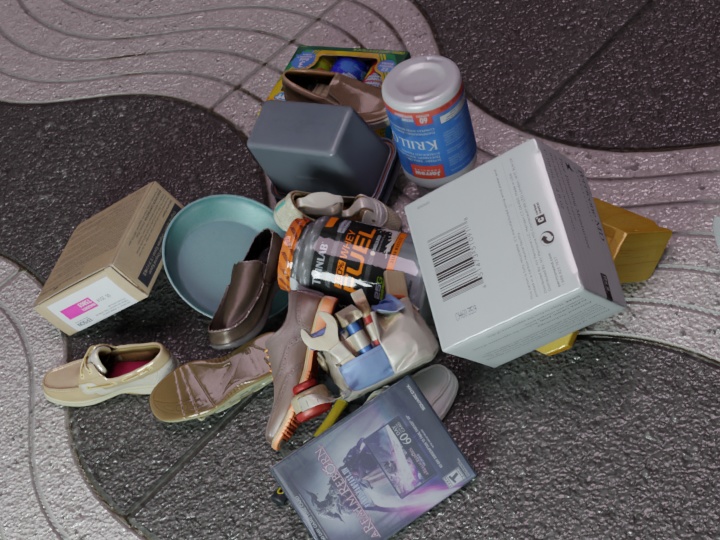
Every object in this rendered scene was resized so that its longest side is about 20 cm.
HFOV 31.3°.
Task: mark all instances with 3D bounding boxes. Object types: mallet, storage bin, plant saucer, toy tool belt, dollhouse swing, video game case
[{"bbox_3d":[-0.040,0.204,1.575,0.065,0.041,0.201,12,58,26],"label":"mallet"},{"bbox_3d":[-0.064,-0.162,1.834,0.198,0.134,0.147,9,67,33],"label":"storage bin"},{"bbox_3d":[-0.177,-0.010,1.771,0.197,0.036,0.202,8,60,-14],"label":"plant saucer"},{"bbox_3d":[-0.011,0.086,1.540,0.198,0.125,0.124,-24,80,-17],"label":"toy tool belt"},{"bbox_3d":[0.260,-0.001,1.664,0.199,0.178,0.181,25,18,36],"label":"dollhouse swing"},{"bbox_3d":[0.015,0.233,1.487,0.199,0.019,0.144,-32,77,-14],"label":"video game case"}]

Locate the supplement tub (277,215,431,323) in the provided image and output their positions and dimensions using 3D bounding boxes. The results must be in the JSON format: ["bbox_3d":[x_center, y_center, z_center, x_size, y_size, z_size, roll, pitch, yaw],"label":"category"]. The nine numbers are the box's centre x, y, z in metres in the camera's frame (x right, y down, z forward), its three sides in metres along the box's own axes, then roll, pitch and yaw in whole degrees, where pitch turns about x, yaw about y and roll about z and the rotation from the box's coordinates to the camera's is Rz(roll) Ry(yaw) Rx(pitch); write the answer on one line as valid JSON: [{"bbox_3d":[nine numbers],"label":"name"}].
[{"bbox_3d":[0.000,0.000,1.664,0.197,0.123,0.123,12,51,12],"label":"supplement tub"}]

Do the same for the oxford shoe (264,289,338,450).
[{"bbox_3d":[-0.089,0.122,1.606,0.072,0.071,0.202,17,77,8],"label":"oxford shoe"}]

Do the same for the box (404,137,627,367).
[{"bbox_3d":[0.184,-0.017,1.548,0.199,0.130,0.201,-27,65,28],"label":"box"}]

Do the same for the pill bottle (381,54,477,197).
[{"bbox_3d":[0.102,-0.186,1.776,0.111,0.201,0.113,-10,44,10],"label":"pill bottle"}]

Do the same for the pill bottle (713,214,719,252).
[{"bbox_3d":[0.539,-0.065,1.572,0.198,0.113,0.113,-20,44,0],"label":"pill bottle"}]

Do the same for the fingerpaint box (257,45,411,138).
[{"bbox_3d":[-0.034,-0.266,1.990,0.198,0.074,0.168,8,52,26],"label":"fingerpaint box"}]

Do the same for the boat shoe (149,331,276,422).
[{"bbox_3d":[-0.175,0.146,1.664,0.198,0.063,0.074,-21,70,2],"label":"boat shoe"}]

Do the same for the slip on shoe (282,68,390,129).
[{"bbox_3d":[-0.028,-0.258,1.887,0.198,0.061,0.076,16,58,29],"label":"slip on shoe"}]

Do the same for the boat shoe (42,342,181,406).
[{"bbox_3d":[-0.339,0.129,1.721,0.197,0.070,0.074,-10,45,10],"label":"boat shoe"}]

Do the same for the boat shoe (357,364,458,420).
[{"bbox_3d":[0.037,0.173,1.548,0.199,0.070,0.071,-39,46,-20],"label":"boat shoe"}]

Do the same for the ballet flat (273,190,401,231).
[{"bbox_3d":[-0.021,-0.076,1.749,0.198,0.062,0.068,0,58,-29],"label":"ballet flat"}]

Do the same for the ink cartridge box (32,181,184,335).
[{"bbox_3d":[-0.350,-0.015,1.803,0.199,0.075,0.166,-22,36,40],"label":"ink cartridge box"}]

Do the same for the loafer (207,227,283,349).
[{"bbox_3d":[-0.152,0.021,1.687,0.072,0.071,0.201,-8,39,31],"label":"loafer"}]
